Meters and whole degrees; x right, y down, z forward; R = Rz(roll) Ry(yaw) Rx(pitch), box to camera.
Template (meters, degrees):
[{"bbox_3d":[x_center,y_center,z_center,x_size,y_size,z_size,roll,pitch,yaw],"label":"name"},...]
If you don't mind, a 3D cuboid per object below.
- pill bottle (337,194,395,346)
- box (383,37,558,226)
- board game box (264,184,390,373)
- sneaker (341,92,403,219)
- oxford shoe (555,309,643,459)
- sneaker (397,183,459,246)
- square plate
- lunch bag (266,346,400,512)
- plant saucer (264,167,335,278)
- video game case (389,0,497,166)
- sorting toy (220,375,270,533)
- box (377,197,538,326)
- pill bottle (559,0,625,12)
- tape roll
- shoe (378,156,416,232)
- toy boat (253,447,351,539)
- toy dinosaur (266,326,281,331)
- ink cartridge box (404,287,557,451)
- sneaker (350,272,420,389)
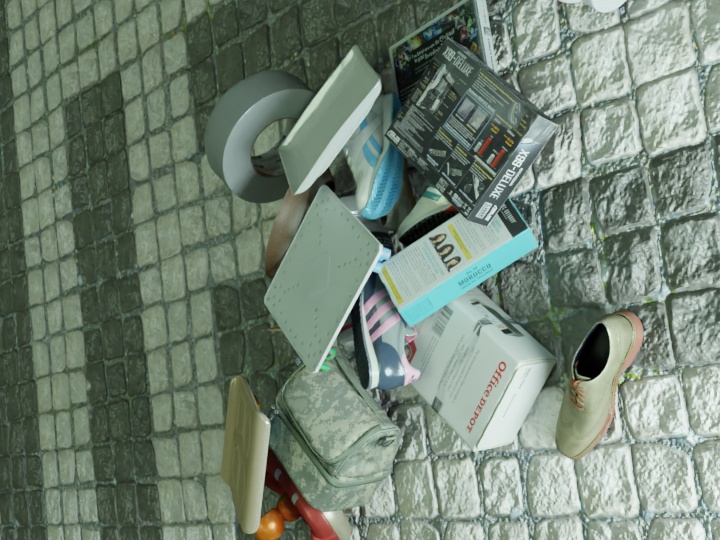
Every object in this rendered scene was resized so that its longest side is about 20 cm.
[{"bbox_3d":[0.000,0.000,1.509,0.113,0.113,0.202,-28,70,43],"label":"pill bottle"},{"bbox_3d":[0.136,-0.180,1.323,0.158,0.050,0.200,-56,50,19],"label":"box"},{"bbox_3d":[-0.050,0.010,1.427,0.201,0.026,0.200,-62,36,16],"label":"board game box"},{"bbox_3d":[0.013,-0.157,1.446,0.080,0.077,0.202,-5,57,21],"label":"sneaker"},{"bbox_3d":[0.271,0.140,1.246,0.070,0.074,0.202,31,112,41],"label":"oxford shoe"},{"bbox_3d":[0.127,-0.108,1.413,0.199,0.070,0.094,-40,38,34],"label":"sneaker"},{"bbox_3d":[-0.043,-0.214,1.470,0.201,0.028,0.198,-52,24,15],"label":"square plate"},{"bbox_3d":[-0.038,0.230,1.533,0.200,0.139,0.169,50,120,36],"label":"lunch bag"},{"bbox_3d":[-0.085,-0.074,1.569,0.036,0.200,0.202,24,110,11],"label":"plant saucer"},{"bbox_3d":[0.117,-0.261,1.434,0.199,0.023,0.184,-20,76,54],"label":"video game case"},{"bbox_3d":[-0.172,0.277,1.574,0.200,0.036,0.187,-146,61,-68],"label":"sorting toy"},{"bbox_3d":[0.125,-0.018,1.344,0.199,0.049,0.083,-32,53,6],"label":"box"},{"bbox_3d":[0.244,-0.395,1.251,0.200,0.110,0.112,47,122,36],"label":"pill bottle"},{"bbox_3d":[-0.142,-0.206,1.598,0.066,0.199,0.202,44,120,38],"label":"tape roll"},{"bbox_3d":[0.034,-0.144,1.498,0.070,0.053,0.202,126,134,-54],"label":"shoe"},{"bbox_3d":[-0.113,0.368,1.594,0.200,0.130,0.131,46,165,37],"label":"toy boat"},{"bbox_3d":[-0.070,0.040,1.583,0.060,0.106,0.201,-42,23,58],"label":"toy dinosaur"},{"bbox_3d":[0.145,0.119,1.375,0.200,0.082,0.148,45,121,38],"label":"ink cartridge box"},{"bbox_3d":[0.032,0.068,1.395,0.070,0.081,0.202,117,151,-61],"label":"sneaker"}]
